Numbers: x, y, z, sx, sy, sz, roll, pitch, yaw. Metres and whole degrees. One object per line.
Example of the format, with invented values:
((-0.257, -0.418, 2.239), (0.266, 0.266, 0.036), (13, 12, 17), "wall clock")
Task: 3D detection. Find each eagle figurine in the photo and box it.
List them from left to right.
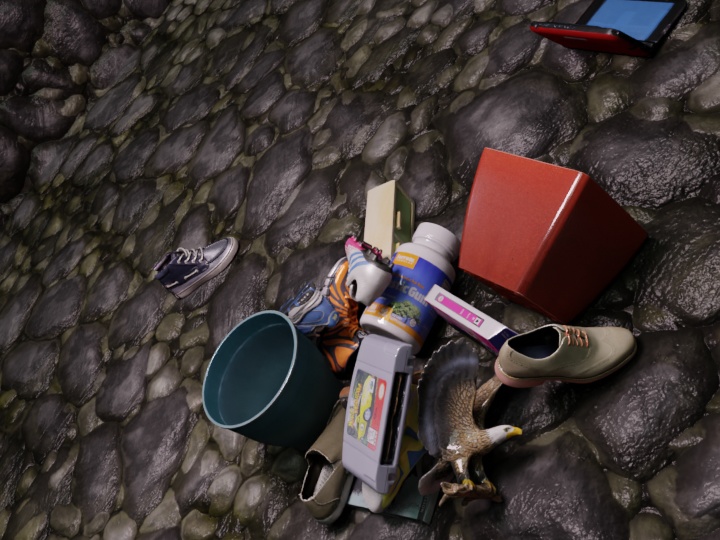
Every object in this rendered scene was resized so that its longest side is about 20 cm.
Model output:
((0.149, 0.214, 1.107), (0.148, 0.152, 0.203), (-3, 65, -7), "eagle figurine")

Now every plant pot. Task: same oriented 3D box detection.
((-0.123, 0.200, 1.323), (0.198, 0.188, 0.202), (-24, 45, 27), "plant pot")
((0.261, -0.039, 1.179), (0.199, 0.199, 0.178), (26, 88, 50), "plant pot")

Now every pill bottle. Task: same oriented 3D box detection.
((0.089, 0.026, 1.332), (0.111, 0.112, 0.202), (11, 67, 46), "pill bottle")

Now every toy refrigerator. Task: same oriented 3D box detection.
((0.055, -0.060, 1.462), (0.069, 0.076, 0.202), (-19, 47, 29), "toy refrigerator")

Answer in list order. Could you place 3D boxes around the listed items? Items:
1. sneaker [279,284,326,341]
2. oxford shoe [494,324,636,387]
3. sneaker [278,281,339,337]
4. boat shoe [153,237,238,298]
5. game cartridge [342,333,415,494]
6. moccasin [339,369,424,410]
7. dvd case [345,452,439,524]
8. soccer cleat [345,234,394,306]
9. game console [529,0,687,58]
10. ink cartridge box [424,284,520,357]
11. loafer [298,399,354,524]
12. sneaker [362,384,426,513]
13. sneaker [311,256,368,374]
((-0.083, 0.064, 1.485), (0.113, 0.075, 0.202), (17, 74, 45), "sneaker")
((0.279, 0.106, 1.070), (0.197, 0.074, 0.071), (-12, 52, -8), "oxford shoe")
((-0.103, 0.088, 1.373), (0.076, 0.077, 0.200), (-56, 11, -27), "sneaker")
((-0.372, -0.022, 1.806), (0.199, 0.093, 0.075), (-39, 40, 11), "boat shoe")
((0.021, 0.195, 1.130), (0.133, 0.040, 0.203), (-175, 95, -70), "game cartridge")
((0.065, 0.180, 1.233), (0.198, 0.074, 0.078), (-14, 42, 15), "moccasin")
((0.043, 0.296, 1.226), (0.198, 0.022, 0.148), (-1, 58, 41), "dvd case")
((0.000, 0.000, 1.320), (0.087, 0.069, 0.200), (-61, 14, 7), "soccer cleat")
((0.429, -0.447, 1.409), (0.199, 0.171, 0.120), (27, 104, 50), "game console")
((0.185, 0.090, 1.204), (0.037, 0.095, 0.199), (-52, 40, -7), "ink cartridge box")
((-0.040, 0.282, 1.241), (0.074, 0.070, 0.202), (-9, 53, 38), "loafer")
((0.074, 0.261, 1.160), (0.076, 0.104, 0.203), (45, 122, 54), "sneaker")
((-0.014, 0.083, 1.395), (0.111, 0.077, 0.203), (17, 97, 41), "sneaker")
